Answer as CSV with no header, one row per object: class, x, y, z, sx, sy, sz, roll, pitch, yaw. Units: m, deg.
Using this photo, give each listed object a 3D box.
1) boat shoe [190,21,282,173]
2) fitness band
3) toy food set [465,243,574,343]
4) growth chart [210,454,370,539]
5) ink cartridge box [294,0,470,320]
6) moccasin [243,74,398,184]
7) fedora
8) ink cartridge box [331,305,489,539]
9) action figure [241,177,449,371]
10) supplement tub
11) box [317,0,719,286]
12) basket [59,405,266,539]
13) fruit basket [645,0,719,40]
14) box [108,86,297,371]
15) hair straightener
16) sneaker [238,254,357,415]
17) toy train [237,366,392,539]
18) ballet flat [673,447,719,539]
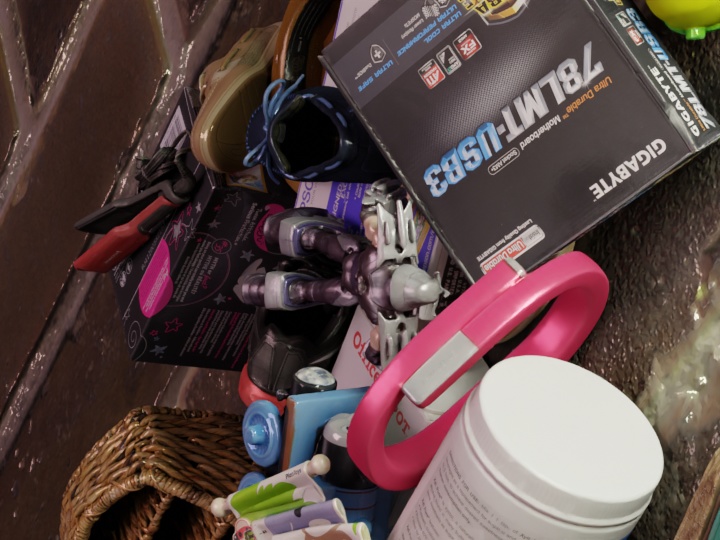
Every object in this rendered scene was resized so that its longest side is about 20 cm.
boat shoe,-0.095,-0.137,1.974,0.200,0.064,0.071,-54,-42,-53
fitness band,0.075,0.061,1.579,0.037,0.200,0.144,47,173,23
toy food set,0.091,-0.047,1.715,0.198,0.049,0.200,46,124,57
growth chart,-0.024,0.218,1.602,0.145,0.018,0.200,-35,70,45
ink cartridge box,0.032,-0.090,1.729,0.200,0.043,0.198,35,116,53
moccasin,-0.035,-0.101,1.734,0.200,0.068,0.081,1,87,59
fedora,0.001,-0.144,1.879,0.201,0.082,0.201,-23,64,60
ink cartridge box,0.025,0.143,1.758,0.145,0.085,0.200,59,137,49
action figure,0.000,0.000,1.670,0.200,0.069,0.130,14,98,56
supplement tub,0.093,0.168,1.570,0.200,0.132,0.132,-62,33,35
box,0.097,-0.112,1.567,0.200,0.050,0.199,-36,84,39
basket,-0.165,0.228,2.045,0.200,0.143,0.149,-59,34,38
fruit basket,0.205,-0.253,1.489,0.216,0.155,0.216,46,162,20
box,-0.117,-0.032,2.048,0.200,0.115,0.132,-61,33,36
hair straightener,-0.182,-0.066,2.011,0.200,0.041,0.077,-39,49,54
sneaker,-0.027,0.018,1.826,0.098,0.071,0.201,99,-164,-47
toy train,-0.028,0.169,1.675,0.114,0.087,0.200,30,117,48
ballet flat,0.205,0.176,1.440,0.065,0.070,0.200,-75,9,-63
